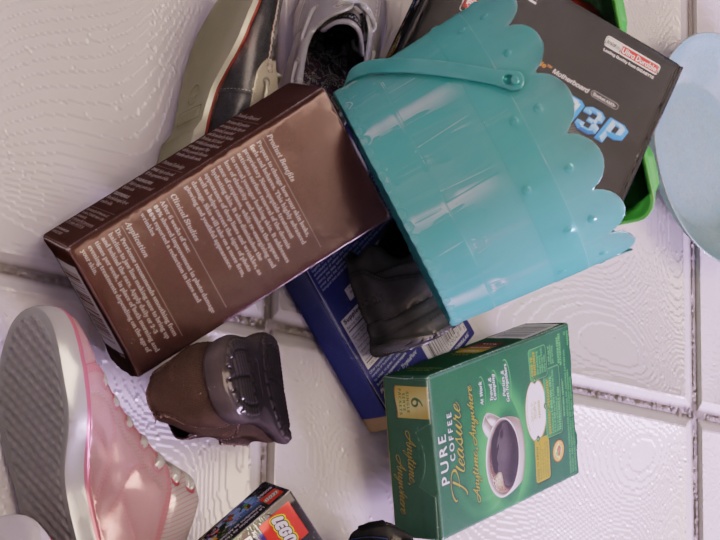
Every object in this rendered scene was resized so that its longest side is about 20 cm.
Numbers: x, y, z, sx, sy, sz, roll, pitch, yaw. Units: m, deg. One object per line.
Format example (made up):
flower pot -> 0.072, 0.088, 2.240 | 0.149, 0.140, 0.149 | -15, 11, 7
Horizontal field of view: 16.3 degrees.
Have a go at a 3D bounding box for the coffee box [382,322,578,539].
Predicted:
coffee box -> 0.091, 0.114, 1.846 | 0.200, 0.044, 0.123 | -19, 108, -53

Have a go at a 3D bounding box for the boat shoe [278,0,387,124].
boat shoe -> -0.019, -0.156, 1.775 | 0.072, 0.069, 0.200 | 34, 51, -8

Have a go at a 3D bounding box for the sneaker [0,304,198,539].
sneaker -> -0.162, 0.113, 1.582 | 0.104, 0.075, 0.201 | -15, 101, -43

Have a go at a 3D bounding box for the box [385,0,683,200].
box -> 0.114, -0.124, 1.819 | 0.200, 0.046, 0.159 | 29, 75, -12

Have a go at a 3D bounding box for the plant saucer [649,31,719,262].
plant saucer -> 0.296, -0.100, 2.141 | 0.201, 0.039, 0.202 | 11, 75, -45

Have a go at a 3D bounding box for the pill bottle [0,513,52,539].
pill bottle -> -0.182, 0.252, 1.507 | 0.200, 0.110, 0.111 | 56, 48, -24

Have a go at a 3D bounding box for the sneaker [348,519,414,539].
sneaker -> -0.011, 0.226, 1.718 | 0.200, 0.077, 0.112 | 7, 80, -47

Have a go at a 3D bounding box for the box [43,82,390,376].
box -> -0.093, -0.029, 1.626 | 0.200, 0.075, 0.100 | -32, 108, -13

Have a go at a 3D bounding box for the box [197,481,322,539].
box -> -0.053, 0.255, 1.603 | 0.137, 0.038, 0.200 | -40, 112, -20

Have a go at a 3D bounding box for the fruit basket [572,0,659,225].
fruit basket -> 0.130, -0.123, 1.903 | 0.216, 0.155, 0.216 | 36, 48, -55

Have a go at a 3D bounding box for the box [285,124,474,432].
box -> 0.000, 0.000, 1.809 | 0.121, 0.032, 0.200 | -47, 117, -41

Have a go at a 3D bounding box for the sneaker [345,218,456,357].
sneaker -> 0.065, -0.011, 1.809 | 0.200, 0.076, 0.091 | -30, 96, -49

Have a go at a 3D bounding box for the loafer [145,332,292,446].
loafer -> -0.093, 0.076, 1.638 | 0.200, 0.071, 0.073 | 45, 36, -75

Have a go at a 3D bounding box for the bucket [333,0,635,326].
bucket -> 0.079, -0.072, 1.673 | 0.134, 0.207, 0.208 | -27, 107, -1

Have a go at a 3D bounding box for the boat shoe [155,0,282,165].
boat shoe -> -0.086, -0.111, 1.707 | 0.062, 0.071, 0.201 | 25, 70, -25
